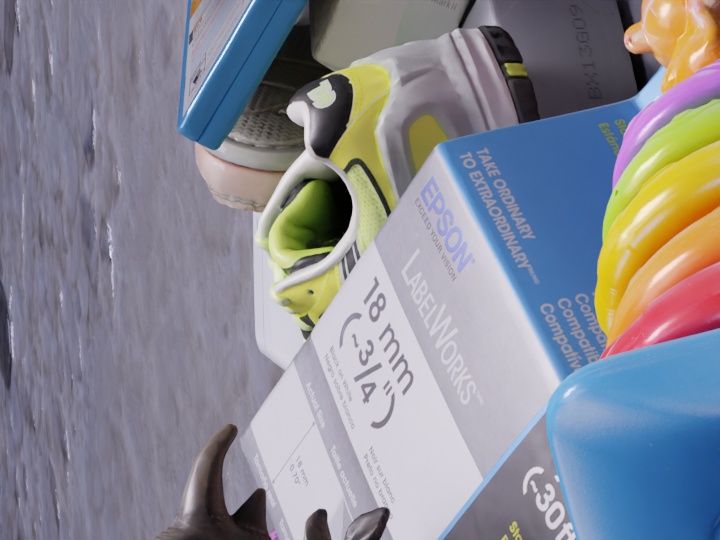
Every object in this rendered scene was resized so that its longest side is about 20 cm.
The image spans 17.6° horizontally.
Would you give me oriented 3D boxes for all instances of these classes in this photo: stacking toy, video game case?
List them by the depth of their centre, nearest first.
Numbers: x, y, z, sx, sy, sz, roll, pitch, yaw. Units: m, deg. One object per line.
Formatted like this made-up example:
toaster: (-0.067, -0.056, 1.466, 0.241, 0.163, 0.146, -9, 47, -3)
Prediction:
stacking toy: (0.097, -0.011, 0.567, 0.201, 0.115, 0.110, -97, -12, -46)
video game case: (-0.021, -0.141, 0.815, 0.144, 0.018, 0.200, -58, 16, 22)

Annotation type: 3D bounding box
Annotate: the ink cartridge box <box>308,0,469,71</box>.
ink cartridge box: (0.036, -0.180, 0.814, 0.161, 0.050, 0.201, -95, 28, -63)

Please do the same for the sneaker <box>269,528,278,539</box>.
sneaker: (-0.006, 0.187, 0.968, 0.080, 0.088, 0.202, -176, 83, -72)

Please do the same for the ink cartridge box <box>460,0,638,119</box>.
ink cartridge box: (0.046, -0.005, 0.826, 0.200, 0.050, 0.110, 122, 142, -61)

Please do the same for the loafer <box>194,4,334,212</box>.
loafer: (-0.011, -0.061, 0.875, 0.200, 0.071, 0.063, -58, -19, -58)

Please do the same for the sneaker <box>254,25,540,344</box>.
sneaker: (0.000, 0.000, 0.765, 0.201, 0.076, 0.076, 102, 156, -43)

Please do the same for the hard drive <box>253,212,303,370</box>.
hard drive: (-0.013, -0.008, 1.065, 0.200, 0.027, 0.133, -153, 61, -70)

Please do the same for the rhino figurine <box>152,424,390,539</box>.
rhino figurine: (-0.008, 0.137, 0.610, 0.060, 0.087, 0.201, -17, 89, 69)

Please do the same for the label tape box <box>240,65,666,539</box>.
label tape box: (0.054, 0.039, 0.658, 0.200, 0.063, 0.145, -56, 44, 34)
